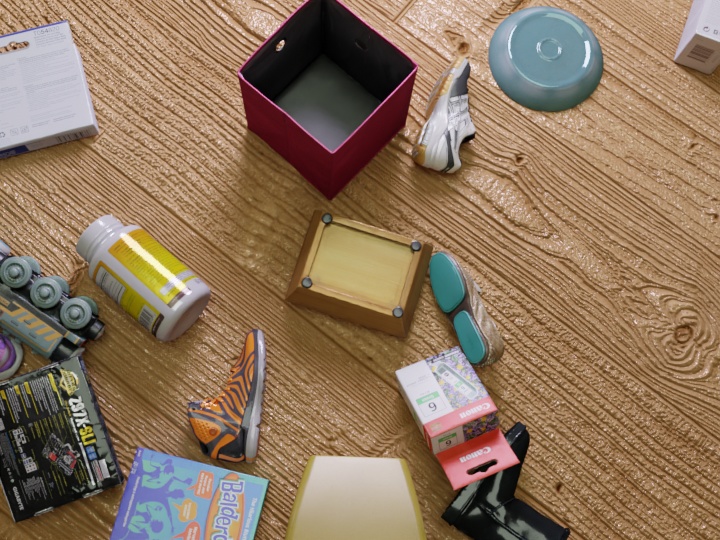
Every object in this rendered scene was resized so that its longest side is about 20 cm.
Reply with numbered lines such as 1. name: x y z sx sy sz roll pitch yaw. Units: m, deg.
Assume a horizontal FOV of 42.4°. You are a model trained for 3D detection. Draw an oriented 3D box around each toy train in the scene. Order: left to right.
1. toy train: -0.486 0.059 1.391 0.200 0.085 0.114 36 89 -8

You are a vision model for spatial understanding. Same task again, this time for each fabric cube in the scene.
1. fabric cube: -0.052 -0.268 1.448 0.200 0.199 0.196 41 77 8

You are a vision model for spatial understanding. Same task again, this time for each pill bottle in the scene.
1. pill bottle: -0.332 0.008 1.404 0.200 0.109 0.109 41 77 8

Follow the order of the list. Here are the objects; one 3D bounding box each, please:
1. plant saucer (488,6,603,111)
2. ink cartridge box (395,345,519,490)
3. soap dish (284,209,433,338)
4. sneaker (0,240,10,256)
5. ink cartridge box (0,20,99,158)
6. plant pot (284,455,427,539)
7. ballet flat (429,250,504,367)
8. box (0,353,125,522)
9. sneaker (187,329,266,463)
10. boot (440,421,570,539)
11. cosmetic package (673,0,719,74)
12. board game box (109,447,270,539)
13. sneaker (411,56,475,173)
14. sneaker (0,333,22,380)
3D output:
1. plant saucer: 0.319 -0.369 1.577 0.200 0.036 0.200 1 75 -2
2. ink cartridge box: 0.139 0.211 1.354 0.109 0.050 0.200 -21 45 -8
3. soap dish: 0.000 0.000 1.436 0.200 0.081 0.158 18 74 1
4. sneaker: -0.643 -0.022 1.416 0.200 0.080 0.131 20 72 13
5. ink cartridge box: -0.546 -0.292 1.513 0.199 0.041 0.200 -15 76 -7
6. plant pot: -0.009 0.361 1.289 0.200 0.200 0.177 3 62 -2
7. ballet flat: 0.166 0.060 1.438 0.065 0.070 0.200 4 57 -42
8. box: -0.451 0.242 1.345 0.159 0.049 0.200 -20 89 -9
9. sneaker: -0.199 0.182 1.378 0.112 0.078 0.200 6 74 -2
10. boot: 0.232 0.344 1.356 0.162 0.073 0.198 37 83 10
11. cosmetic package: 0.609 -0.449 1.579 0.071 0.101 0.200 21 75 3
12. board game box: -0.246 0.355 1.345 0.200 0.045 0.152 13 74 0
13. sneaker: 0.153 -0.251 1.528 0.088 0.076 0.200 23 77 -12
14. sneaker: -0.607 0.099 1.378 0.200 0.088 0.081 18 76 3
